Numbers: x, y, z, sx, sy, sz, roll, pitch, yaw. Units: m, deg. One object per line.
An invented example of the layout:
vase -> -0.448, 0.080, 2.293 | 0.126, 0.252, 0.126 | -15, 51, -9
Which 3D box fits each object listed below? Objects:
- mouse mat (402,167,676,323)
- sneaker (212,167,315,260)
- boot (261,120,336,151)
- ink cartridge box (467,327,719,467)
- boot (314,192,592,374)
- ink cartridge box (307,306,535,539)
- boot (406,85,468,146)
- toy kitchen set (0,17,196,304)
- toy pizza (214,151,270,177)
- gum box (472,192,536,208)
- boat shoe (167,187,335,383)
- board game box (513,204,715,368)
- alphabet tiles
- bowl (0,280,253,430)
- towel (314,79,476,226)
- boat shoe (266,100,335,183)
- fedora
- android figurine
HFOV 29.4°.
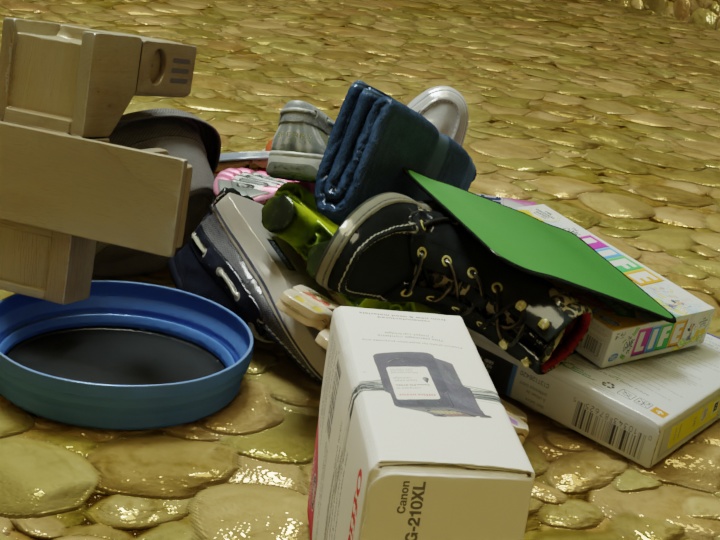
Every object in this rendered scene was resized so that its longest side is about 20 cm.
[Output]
mouse mat -> 0.138, -0.020, 1.059 | 0.199, 0.008, 0.161 | 17, 19, -35
sneaker -> -0.081, -0.041, 1.246 | 0.079, 0.096, 0.200 | 19, 8, 18
boot -> -0.025, -0.137, 1.537 | 0.199, 0.108, 0.075 | 16, 23, 28
ink cartridge box -> 0.194, 0.072, 1.105 | 0.197, 0.047, 0.199 | 25, 22, 31
boot -> 0.073, 0.013, 0.986 | 0.153, 0.074, 0.203 | 36, 21, 22
ink cartridge box -> 0.024, 0.125, 0.748 | 0.084, 0.146, 0.200 | 5, 19, -8
boot -> 0.044, -0.084, 1.278 | 0.073, 0.201, 0.096 | 32, 0, -11
toy kitchen set -> -0.177, -0.081, 1.075 | 0.162, 0.202, 0.180 | 13, 10, 16
toy pizza -> -0.114, -0.090, 1.403 | 0.198, 0.032, 0.200 | -4, -5, 0
gum box -> 0.110, -0.020, 1.310 | 0.113, 0.067, 0.200 | 10, 19, 2
boat shoe -> -0.081, 0.034, 1.100 | 0.074, 0.093, 0.201 | 19, 31, -52
board game box -> 0.173, 0.007, 1.134 | 0.134, 0.034, 0.200 | -8, 33, -41
alphabet tiles -> 0.033, 0.065, 0.993 | 0.199, 0.015, 0.196 | 30, 6, 5
bowl -> -0.180, 0.061, 1.015 | 0.199, 0.040, 0.201 | 6, 19, -2
towel -> 0.029, -0.072, 1.116 | 0.048, 0.112, 0.200 | 22, -2, 26
boat shoe -> -0.031, -0.108, 1.183 | 0.074, 0.065, 0.202 | 6, 5, 15
fedora -> -0.203, -0.054, 1.210 | 0.199, 0.177, 0.091 | -23, 64, -15
android figurine -> 0.000, 0.000, 1.123 | 0.182, 0.041, 0.200 | 45, 8, 33
